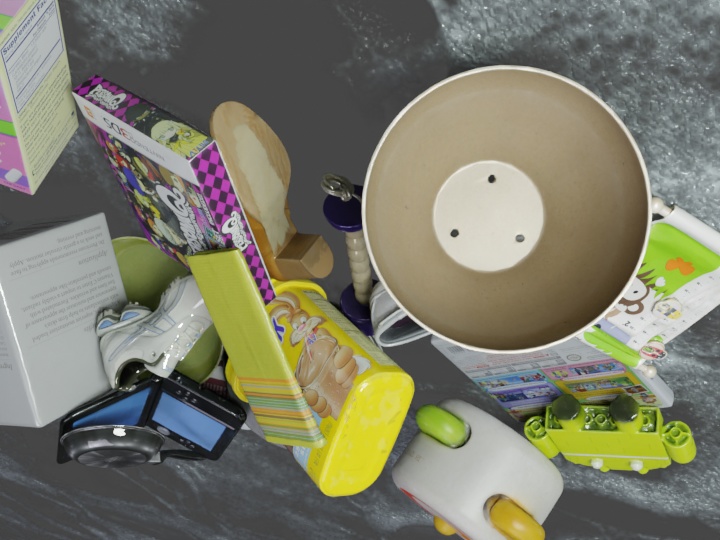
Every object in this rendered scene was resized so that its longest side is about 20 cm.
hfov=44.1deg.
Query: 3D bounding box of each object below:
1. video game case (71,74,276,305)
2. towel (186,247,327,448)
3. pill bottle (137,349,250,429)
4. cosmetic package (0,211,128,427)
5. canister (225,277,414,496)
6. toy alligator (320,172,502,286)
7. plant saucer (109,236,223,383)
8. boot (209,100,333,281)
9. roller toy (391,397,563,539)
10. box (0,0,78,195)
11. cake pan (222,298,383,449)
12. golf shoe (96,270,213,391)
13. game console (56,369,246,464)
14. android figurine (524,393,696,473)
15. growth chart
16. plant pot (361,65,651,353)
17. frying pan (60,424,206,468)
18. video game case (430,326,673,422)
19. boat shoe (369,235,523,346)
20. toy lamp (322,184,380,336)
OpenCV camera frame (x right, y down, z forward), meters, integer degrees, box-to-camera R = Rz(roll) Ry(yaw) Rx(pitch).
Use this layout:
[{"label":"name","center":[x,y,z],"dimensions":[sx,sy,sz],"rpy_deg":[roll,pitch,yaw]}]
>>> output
[{"label":"video game case","center":[-0.171,-0.069,0.830],"dimensions":[0.181,0.036,0.200],"rpy_deg":[32,152,34]},{"label":"towel","center":[-0.093,0.072,0.808],"dimensions":[0.086,0.018,0.200],"rpy_deg":[-5,112,48]},{"label":"pill bottle","center":[-0.172,0.140,1.144],"dimensions":[0.200,0.114,0.114],"rpy_deg":[11,147,15]},{"label":"cosmetic package","center":[-0.378,0.053,1.009],"dimensions":[0.165,0.165,0.200],"rpy_deg":[-3,104,32]},{"label":"canister","center":[-0.045,0.111,0.896],"dimensions":[0.086,0.149,0.200],"rpy_deg":[6,-158,-39]},{"label":"toy alligator","center":[0.046,-0.017,0.785],"dimensions":[0.200,0.059,0.054],"rpy_deg":[31,138,10]},{"label":"plant saucer","center":[-0.241,0.048,1.058],"dimensions":[0.200,0.031,0.200],"rpy_deg":[11,117,21]},{"label":"boot","center":[-0.120,-0.067,0.856],"dimensions":[0.144,0.071,0.201],"rpy_deg":[5,134,47]},{"label":"roller toy","center":[0.138,0.259,1.072],"dimensions":[0.200,0.140,0.182],"rpy_deg":[34,168,17]},{"label":"box","center":[-0.361,-0.185,0.783],"dimensions":[0.176,0.097,0.200],"rpy_deg":[20,147,1]},{"label":"cake pan","center":[-0.069,0.127,1.036],"dimensions":[0.200,0.037,0.201],"rpy_deg":[3,109,8]},{"label":"golf shoe","center":[-0.193,0.067,0.951],"dimensions":[0.200,0.097,0.078],"rpy_deg":[-26,146,22]},{"label":"game console","center":[-0.250,0.199,1.055],"dimensions":[0.176,0.116,0.200],"rpy_deg":[30,149,-4]},{"label":"android figurine","center":[0.283,0.191,1.009],"dimensions":[0.182,0.041,0.200],"rpy_deg":[-2,150,24]},{"label":"growth chart","center":[0.256,0.019,0.800],"dimensions":[0.145,0.018,0.200],"rpy_deg":[23,139,-7]},{"label":"plant pot","center":[0.105,-0.044,0.681],"dimensions":[0.200,0.201,0.134],"rpy_deg":[19,-177,3]},{"label":"frying pan","center":[-0.269,0.215,1.034],"dimensions":[0.115,0.031,0.190],"rpy_deg":[-11,152,12]},{"label":"video game case","center":[0.206,0.105,0.969],"dimensions":[0.200,0.022,0.182],"rpy_deg":[-16,133,42]},{"label":"boat shoe","center":[0.096,0.021,0.829],"dimensions":[0.200,0.069,0.072],"rpy_deg":[-17,138,21]},{"label":"toy lamp","center":[0.000,0.000,0.894],"dimensions":[0.058,0.058,0.200],"rpy_deg":[11,147,15]}]
